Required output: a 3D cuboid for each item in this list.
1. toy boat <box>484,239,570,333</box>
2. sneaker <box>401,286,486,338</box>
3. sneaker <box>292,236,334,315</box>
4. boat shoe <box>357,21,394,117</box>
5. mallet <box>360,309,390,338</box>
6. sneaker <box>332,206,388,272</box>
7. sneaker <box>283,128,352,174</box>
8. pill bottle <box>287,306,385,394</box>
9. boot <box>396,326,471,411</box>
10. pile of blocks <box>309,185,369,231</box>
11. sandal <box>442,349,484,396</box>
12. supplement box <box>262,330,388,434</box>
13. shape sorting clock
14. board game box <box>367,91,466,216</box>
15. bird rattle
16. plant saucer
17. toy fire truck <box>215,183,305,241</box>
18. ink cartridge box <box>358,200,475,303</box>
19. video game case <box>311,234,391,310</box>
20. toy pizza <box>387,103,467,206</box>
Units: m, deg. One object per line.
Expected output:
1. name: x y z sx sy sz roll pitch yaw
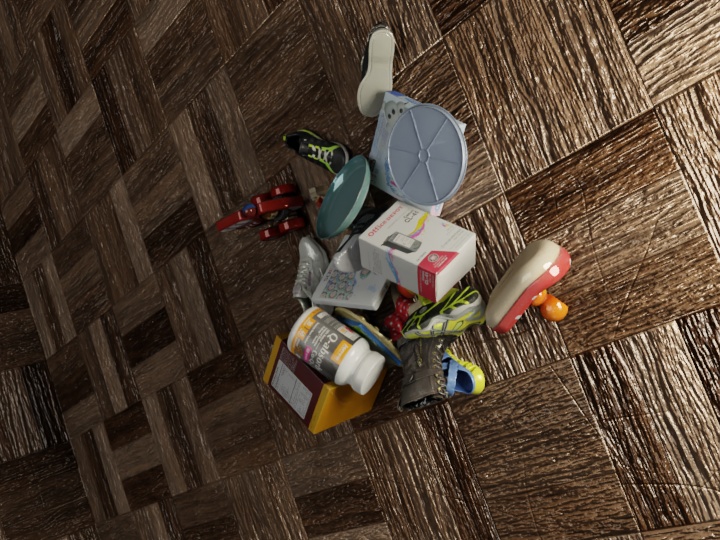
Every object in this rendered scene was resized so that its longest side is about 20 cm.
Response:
1. toy boat: 0.328 0.045 1.485 0.130 0.131 0.201 32 126 0
2. sneaker: 0.164 0.104 1.583 0.198 0.076 0.077 -24 115 38
3. sneaker: -0.121 0.019 1.928 0.074 0.099 0.204 -16 86 47
4. boat shoe: 0.033 -0.427 1.704 0.061 0.072 0.202 -90 5 -51
5. mallet: 0.007 0.079 1.859 0.200 0.041 0.066 46 131 24
6. sneaker: -0.004 -0.073 1.737 0.113 0.199 0.076 24 144 45
7. sneaker: -0.106 -0.272 1.861 0.199 0.082 0.073 30 119 37
8. pill bottle: -0.052 0.175 1.736 0.198 0.116 0.118 32 121 19
9. boot: 0.156 0.189 1.622 0.198 0.069 0.176 -30 40 22
10. pile of blocks: -0.061 -0.137 1.860 0.199 0.062 0.083 29 118 38
11. sandal: 0.164 0.206 1.691 0.198 0.086 0.081 22 116 42
12. supplement box: -0.083 0.239 1.866 0.200 0.196 0.134 40 124 31
13. shape sorting clock: 0.022 0.146 1.778 0.199 0.039 0.201 34 163 12
14. board game box: 0.110 -0.245 1.677 0.198 0.043 0.203 34 121 35
15. bird rattle: 0.118 0.052 1.720 0.200 0.111 0.165 -48 50 50
16. plant saucer: -0.034 -0.155 1.743 0.200 0.027 0.202 -47 28 35
17. toy fire truck: -0.240 -0.137 1.965 0.198 0.166 0.114 -18 87 45
18. ink cartridge box: 0.115 -0.041 1.617 0.198 0.147 0.087 27 142 29
19. video game case: 0.000 0.000 1.771 0.198 0.024 0.184 4 57 45
20. toy pizza: 0.136 -0.231 1.604 0.198 0.031 0.204 12 107 40
